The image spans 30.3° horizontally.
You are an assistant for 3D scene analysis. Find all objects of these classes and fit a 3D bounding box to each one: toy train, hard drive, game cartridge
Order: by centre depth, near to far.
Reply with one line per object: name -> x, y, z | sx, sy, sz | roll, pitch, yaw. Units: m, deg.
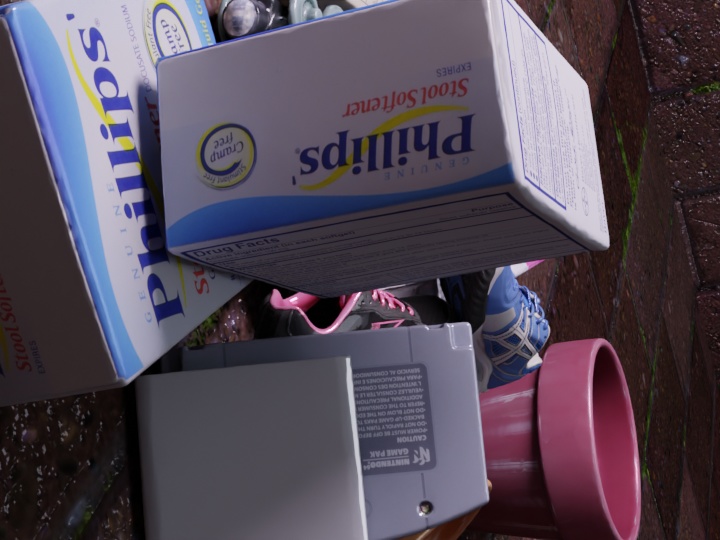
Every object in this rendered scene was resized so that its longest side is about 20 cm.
hard drive -> -0.061, 0.157, 0.790 | 0.027, 0.131, 0.202 | 95, -11, -81
game cartridge -> -0.023, 0.106, 0.831 | 0.040, 0.198, 0.135 | 94, -9, -76
toy train -> -0.048, -0.145, 1.023 | 0.200, 0.085, 0.115 | 11, 81, -67

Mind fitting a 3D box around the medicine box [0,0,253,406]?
medicine box -> -0.145, -0.052, 0.700 | 0.200, 0.102, 0.184 | -47, 124, -65

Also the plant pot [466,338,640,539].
plant pot -> 0.160, 0.174, 1.273 | 0.200, 0.178, 0.202 | -9, 90, -69

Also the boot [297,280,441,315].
boot -> 0.000, 0.000, 1.030 | 0.074, 0.095, 0.200 | 49, -1, 28

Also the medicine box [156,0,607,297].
medicine box -> 0.019, -0.058, 0.709 | 0.200, 0.181, 0.104 | 20, 62, -67

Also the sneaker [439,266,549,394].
sneaker -> 0.106, 0.026, 1.044 | 0.201, 0.076, 0.076 | 84, -8, -56

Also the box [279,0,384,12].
box -> -0.011, -0.246, 1.105 | 0.200, 0.077, 0.096 | 26, 72, -59

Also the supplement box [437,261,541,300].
supplement box -> 0.064, -0.069, 1.148 | 0.201, 0.103, 0.101 | 60, 27, 4

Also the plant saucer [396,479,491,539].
plant saucer -> 0.011, 0.209, 0.926 | 0.037, 0.201, 0.200 | 43, 14, 17

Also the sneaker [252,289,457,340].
sneaker -> 0.000, 0.036, 0.948 | 0.199, 0.079, 0.096 | -14, 123, -42
